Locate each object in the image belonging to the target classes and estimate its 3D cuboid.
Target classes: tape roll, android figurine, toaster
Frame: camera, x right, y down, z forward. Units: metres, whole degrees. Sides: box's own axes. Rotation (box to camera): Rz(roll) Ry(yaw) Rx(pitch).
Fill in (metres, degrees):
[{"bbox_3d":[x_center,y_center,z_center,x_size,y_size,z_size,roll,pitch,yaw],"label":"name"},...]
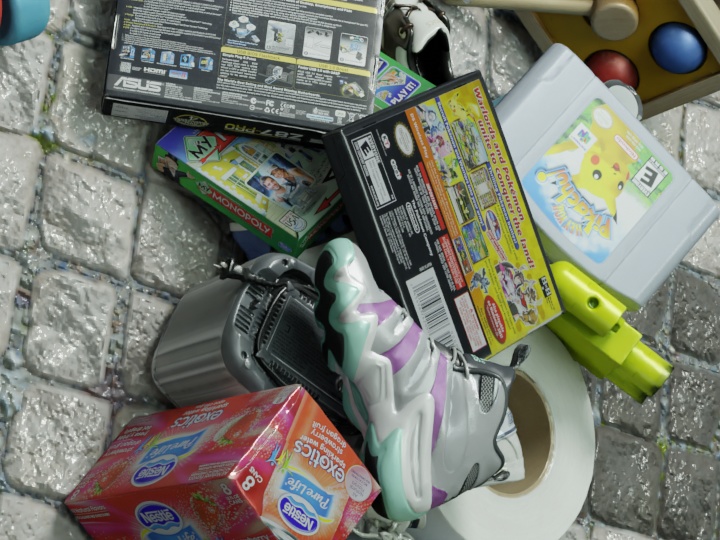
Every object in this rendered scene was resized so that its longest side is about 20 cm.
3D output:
[{"bbox_3d":[0.098,0.133,1.688,0.202,0.071,0.204,9,76,-39],"label":"tape roll"},{"bbox_3d":[0.165,0.032,1.707,0.200,0.182,0.041,39,83,7],"label":"android figurine"},{"bbox_3d":[-0.062,0.069,1.518,0.200,0.129,0.114,36,59,-26],"label":"toaster"}]

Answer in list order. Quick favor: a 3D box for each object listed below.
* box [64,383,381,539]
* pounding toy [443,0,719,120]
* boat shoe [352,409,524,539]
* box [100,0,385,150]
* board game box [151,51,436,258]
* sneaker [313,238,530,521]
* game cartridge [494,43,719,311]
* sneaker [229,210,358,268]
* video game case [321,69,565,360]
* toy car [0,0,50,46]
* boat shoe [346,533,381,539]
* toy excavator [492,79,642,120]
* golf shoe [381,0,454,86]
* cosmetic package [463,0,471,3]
[{"bbox_3d":[-0.097,0.154,1.431,0.100,0.200,0.096,54,52,-19],"label":"box"},{"bbox_3d":[0.213,-0.226,1.798,0.200,0.184,0.142,52,41,-21],"label":"pounding toy"},{"bbox_3d":[0.029,0.172,1.569,0.201,0.075,0.087,-19,94,-4],"label":"boat shoe"},{"bbox_3d":[-0.083,-0.181,1.548,0.199,0.049,0.162,8,77,-8],"label":"box"},{"bbox_3d":[-0.044,-0.107,1.588,0.134,0.029,0.200,34,53,14],"label":"board game box"},{"bbox_3d":[0.051,0.061,1.453,0.139,0.078,0.201,-17,99,-15],"label":"sneaker"},{"bbox_3d":[0.186,-0.070,1.700,0.200,0.040,0.133,45,74,-7],"label":"game cartridge"},{"bbox_3d":[-0.001,0.000,1.616,0.198,0.081,0.116,-11,99,-19],"label":"sneaker"},{"bbox_3d":[0.065,-0.031,1.549,0.180,0.025,0.201,-27,99,-48],"label":"video game case"},{"bbox_3d":[-0.268,-0.216,1.353,0.184,0.200,0.178,-26,99,-40],"label":"toy car"},{"bbox_3d":[0.004,0.246,1.597,0.199,0.071,0.070,12,106,-40],"label":"boat shoe"},{"bbox_3d":[0.114,-0.095,1.744,0.199,0.100,0.195,24,67,-20],"label":"toy excavator"},{"bbox_3d":[0.031,-0.208,1.681,0.078,0.094,0.201,-28,99,-39],"label":"golf shoe"},{"bbox_3d":[0.069,-0.344,1.739,0.200,0.052,0.151,46,53,-8],"label":"cosmetic package"}]
